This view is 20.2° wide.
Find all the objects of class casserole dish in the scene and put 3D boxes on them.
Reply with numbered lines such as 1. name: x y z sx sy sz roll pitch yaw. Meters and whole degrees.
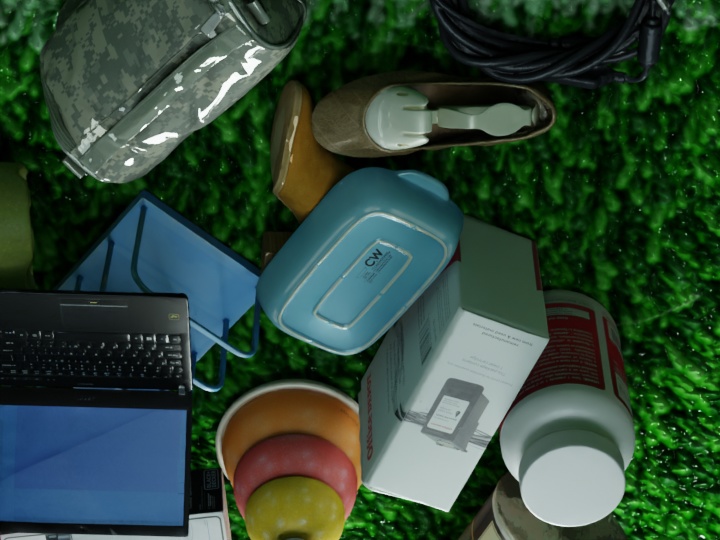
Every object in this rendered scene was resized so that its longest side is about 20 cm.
1. casserole dish: 0.000 0.000 1.639 0.121 0.039 0.200 25 124 -26

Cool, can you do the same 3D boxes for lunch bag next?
1. lunch bag: -0.139 -0.169 1.513 0.200 0.168 0.139 -38 117 23

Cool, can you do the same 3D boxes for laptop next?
1. laptop: -0.222 0.113 1.594 0.176 0.104 0.201 1 142 -2

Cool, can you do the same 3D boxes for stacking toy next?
1. stacking toy: -0.059 0.203 1.748 0.145 0.201 0.147 0 124 1

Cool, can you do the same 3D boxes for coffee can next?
1. coffee can: 0.137 0.301 1.846 0.146 0.147 0.201 24 121 -15

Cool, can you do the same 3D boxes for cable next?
1. cable: 0.147 -0.219 1.548 0.198 0.051 0.164 11 124 -7

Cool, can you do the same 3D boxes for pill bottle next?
1. pill bottle: 0.169 0.115 1.686 0.111 0.201 0.113 0 124 0

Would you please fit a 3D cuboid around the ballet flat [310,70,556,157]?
1. ballet flat: 0.064 -0.119 1.573 0.198 0.072 0.068 -2 102 -17

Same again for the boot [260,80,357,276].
1. boot: -0.003 -0.066 1.652 0.143 0.071 0.202 2 128 -8

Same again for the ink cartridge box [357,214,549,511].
1. ink cartridge box: 0.074 0.078 1.694 0.083 0.146 0.201 19 122 -13

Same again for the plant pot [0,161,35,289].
1. plant pot: -0.354 -0.014 1.623 0.183 0.201 0.202 -4 125 -10

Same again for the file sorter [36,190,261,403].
1. file sorter: -0.191 0.066 1.703 0.138 0.123 0.200 34 118 -22

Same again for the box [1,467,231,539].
1. box: -0.215 0.246 1.801 0.198 0.060 0.117 -5 127 -2
